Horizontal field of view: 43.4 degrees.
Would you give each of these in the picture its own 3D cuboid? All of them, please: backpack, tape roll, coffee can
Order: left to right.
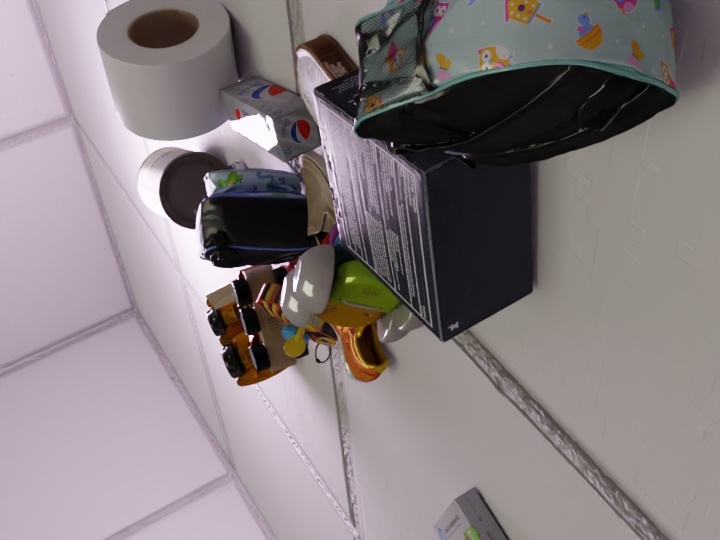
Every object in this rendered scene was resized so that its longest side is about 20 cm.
[{"bbox_3d":[-0.290,-0.315,1.389,0.203,0.201,0.140,49,156,36],"label":"tape roll"},{"bbox_3d":[-0.349,-0.167,1.787,0.200,0.145,0.148,23,134,62],"label":"coffee can"},{"bbox_3d":[-0.166,-0.079,1.395,0.200,0.181,0.149,158,110,-73],"label":"backpack"},{"bbox_3d":[0.110,-0.154,0.612,0.199,0.175,0.155,3,86,55],"label":"backpack"}]

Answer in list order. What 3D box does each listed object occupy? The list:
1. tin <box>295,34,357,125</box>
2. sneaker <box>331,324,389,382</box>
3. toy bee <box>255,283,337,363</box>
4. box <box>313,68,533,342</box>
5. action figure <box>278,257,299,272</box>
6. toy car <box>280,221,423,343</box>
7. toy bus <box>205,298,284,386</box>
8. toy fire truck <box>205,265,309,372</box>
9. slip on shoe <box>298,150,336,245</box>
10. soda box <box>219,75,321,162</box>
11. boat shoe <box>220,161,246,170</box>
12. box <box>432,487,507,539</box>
[{"bbox_3d":[-0.021,-0.196,1.091,0.201,0.042,0.112,54,162,27],"label":"tin"},{"bbox_3d":[-0.016,0.070,1.368,0.077,0.073,0.201,-39,79,47],"label":"sneaker"},{"bbox_3d":[-0.069,0.080,1.466,0.108,0.199,0.132,-1,78,39],"label":"toy bee"},{"bbox_3d":[0.064,-0.076,0.887,0.198,0.123,0.201,46,154,45],"label":"box"},{"bbox_3d":[-0.117,0.049,1.600,0.065,0.051,0.201,41,145,37],"label":"action figure"},{"bbox_3d":[0.000,0.000,1.134,0.200,0.173,0.151,136,144,-69],"label":"toy car"},{"bbox_3d":[-0.229,0.126,1.883,0.192,0.135,0.202,156,91,-86],"label":"toy bus"},{"bbox_3d":[-0.189,0.078,1.594,0.200,0.128,0.178,-158,52,-72],"label":"toy fire truck"},{"bbox_3d":[-0.047,-0.068,1.268,0.201,0.060,0.076,67,160,-6],"label":"slip on shoe"},{"bbox_3d":[-0.131,-0.221,1.297,0.200,0.063,0.069,36,147,54],"label":"soda box"},{"bbox_3d":[-0.200,-0.096,1.623,0.201,0.056,0.069,64,160,3],"label":"boat shoe"},{"bbox_3d":[0.185,0.424,1.287,0.201,0.041,0.156,58,159,22],"label":"box"}]
